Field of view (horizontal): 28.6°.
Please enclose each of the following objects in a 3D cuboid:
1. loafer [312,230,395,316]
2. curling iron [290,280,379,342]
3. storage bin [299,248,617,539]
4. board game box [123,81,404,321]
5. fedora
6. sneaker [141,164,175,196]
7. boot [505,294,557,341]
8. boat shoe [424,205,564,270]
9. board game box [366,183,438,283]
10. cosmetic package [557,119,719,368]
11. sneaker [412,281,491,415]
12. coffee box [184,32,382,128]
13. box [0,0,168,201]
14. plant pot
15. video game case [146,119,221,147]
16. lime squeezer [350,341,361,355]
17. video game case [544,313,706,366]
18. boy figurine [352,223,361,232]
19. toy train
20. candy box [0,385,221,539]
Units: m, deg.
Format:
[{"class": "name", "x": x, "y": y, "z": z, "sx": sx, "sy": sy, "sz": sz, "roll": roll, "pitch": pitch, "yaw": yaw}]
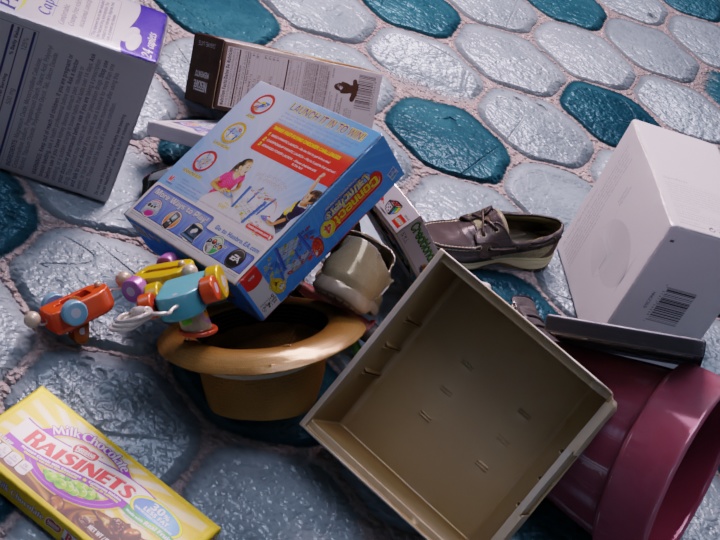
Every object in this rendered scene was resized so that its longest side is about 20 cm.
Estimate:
[{"class": "loafer", "x": 0.000, "y": 0.000, "z": 1.359, "sx": 0.075, "sy": 0.069, "sz": 0.200, "roll": 32, "pitch": 3, "yaw": -2}, {"class": "curling iron", "x": 0.000, "y": 0.053, "z": 1.410, "sx": 0.199, "sy": 0.026, "sz": 0.050, "roll": 32, "pitch": 9, "yaw": -14}, {"class": "storage bin", "x": 0.091, "y": 0.126, "z": 1.255, "sx": 0.198, "sy": 0.200, "sz": 0.094, "roll": 40, "pitch": 3, "yaw": 18}, {"class": "board game box", "x": -0.093, "y": -0.072, "z": 1.332, "sx": 0.196, "sy": 0.056, "sz": 0.200, "roll": -46, "pitch": 43, "yaw": -14}, {"class": "fedora", "x": -0.088, "y": 0.085, "z": 1.276, "sx": 0.199, "sy": 0.082, "sz": 0.201, "roll": -1, "pitch": 16, "yaw": 0}, {"class": "sneaker", "x": -0.129, "y": -0.071, "z": 1.473, "sx": 0.199, "sy": 0.087, "sz": 0.080, "roll": 0, "pitch": 3, "yaw": -5}, {"class": "boot", "x": 0.147, "y": 0.088, "z": 1.476, "sx": 0.199, "sy": 0.070, "sz": 0.132, "roll": -2, "pitch": 41, "yaw": -51}, {"class": "boat shoe", "x": 0.147, "y": -0.044, "z": 1.628, "sx": 0.199, "sy": 0.065, "sz": 0.073, "roll": -1, "pitch": 45, "yaw": -34}, {"class": "board game box", "x": 0.041, "y": -0.042, "z": 1.475, "sx": 0.035, "sy": 0.200, "sz": 0.126, "roll": -35, "pitch": 59, "yaw": -2}, {"class": "cosmetic package", "x": 0.335, "y": -0.026, "z": 1.613, "sx": 0.122, "sy": 0.200, "sz": 0.201, "roll": 14, "pitch": 38, "yaw": -18}, {"class": "sneaker", "x": 0.092, "y": 0.067, "z": 1.391, "sx": 0.076, "sy": 0.092, "sz": 0.200, "roll": 38, "pitch": 25, "yaw": -19}, {"class": "coffee box", "x": -0.091, "y": -0.215, "z": 1.637, "sx": 0.199, "sy": 0.080, "sz": 0.114, "roll": 8, "pitch": 8, "yaw": -25}, {"class": "box", "x": -0.316, "y": -0.193, "z": 1.407, "sx": 0.199, "sy": 0.184, "sz": 0.105, "roll": 18, "pitch": 38, "yaw": -14}, {"class": "plant pot", "x": 0.236, "y": 0.162, "z": 1.344, "sx": 0.178, "sy": 0.201, "sz": 0.200, "roll": 26, "pitch": 32, "yaw": 26}, {"class": "video game case", "x": -0.114, "y": -0.145, "z": 1.545, "sx": 0.143, "sy": 0.018, "sz": 0.199, "roll": 18, "pitch": 16, "yaw": 35}, {"class": "lime squeezer", "x": 0.040, "y": 0.120, "z": 1.378, "sx": 0.200, "sy": 0.038, "sz": 0.070, "roll": 41, "pitch": 40, "yaw": 21}, {"class": "video game case", "x": 0.255, "y": 0.069, "z": 1.346, "sx": 0.142, "sy": 0.019, "sz": 0.200, "roll": 9, "pitch": -4, "yaw": 14}, {"class": "boy figurine", "x": -0.095, "y": -0.026, "z": 1.418, "sx": 0.199, "sy": 0.125, "sz": 0.064, "roll": -26, "pitch": 36, "yaw": -21}, {"class": "toy train", "x": -0.197, "y": 0.039, "z": 1.233, "sx": 0.150, "sy": 0.056, "sz": 0.200, "roll": -28, "pitch": 19, "yaw": -29}, {"class": "candy box", "x": -0.219, "y": 0.180, "z": 1.145, "sx": 0.200, "sy": 0.026, "sz": 0.102, "roll": 36, "pitch": 33, "yaw": 11}]
